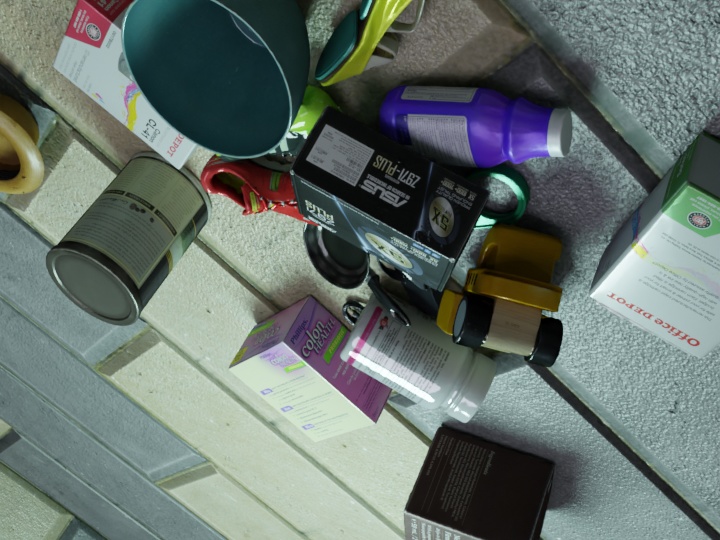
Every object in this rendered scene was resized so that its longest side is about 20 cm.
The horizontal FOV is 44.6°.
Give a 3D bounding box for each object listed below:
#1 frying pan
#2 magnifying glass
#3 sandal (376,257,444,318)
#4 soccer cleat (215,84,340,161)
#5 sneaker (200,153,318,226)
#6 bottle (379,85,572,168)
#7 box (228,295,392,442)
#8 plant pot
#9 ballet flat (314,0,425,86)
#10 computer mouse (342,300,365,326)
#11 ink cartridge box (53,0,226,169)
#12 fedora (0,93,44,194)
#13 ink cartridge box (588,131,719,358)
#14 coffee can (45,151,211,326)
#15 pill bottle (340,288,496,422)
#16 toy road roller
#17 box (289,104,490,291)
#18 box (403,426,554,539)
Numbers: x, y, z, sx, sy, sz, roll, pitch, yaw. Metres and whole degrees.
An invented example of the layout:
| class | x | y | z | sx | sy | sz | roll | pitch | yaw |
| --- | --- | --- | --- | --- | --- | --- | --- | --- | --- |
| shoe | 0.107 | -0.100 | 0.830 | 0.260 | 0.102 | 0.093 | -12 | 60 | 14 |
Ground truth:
| class | x | y | z | sx | sy | sz | roll | pitch | yaw |
| --- | --- | --- | --- | --- | --- | --- | --- | --- | --- |
| frying pan | 0.000 | -0.015 | 1.154 | 0.188 | 0.031 | 0.116 | 26 | 132 | 28 |
| magnifying glass | 0.125 | -0.066 | 1.054 | 0.079 | 0.023 | 0.200 | 39 | 141 | -12 |
| sandal | 0.060 | 0.000 | 1.124 | 0.076 | 0.043 | 0.201 | 21 | 153 | 45 |
| soccer cleat | -0.101 | -0.162 | 1.064 | 0.198 | 0.068 | 0.081 | -13 | 139 | 43 |
| sneaker | -0.115 | -0.093 | 1.121 | 0.197 | 0.085 | 0.078 | 20 | 131 | 14 |
| bottle | 0.120 | -0.149 | 0.920 | 0.197 | 0.066 | 0.084 | 8 | 143 | 28 |
| box | -0.076 | 0.161 | 1.388 | 0.200 | 0.097 | 0.175 | 42 | 142 | -16 |
| plant pot | -0.131 | -0.241 | 0.929 | 0.197 | 0.136 | 0.202 | 19 | 143 | 15 |
| ballet flat | 0.018 | -0.247 | 0.887 | 0.066 | 0.068 | 0.200 | 17 | 145 | -18 |
| computer mouse | 0.048 | 0.116 | 1.311 | 0.058 | 0.034 | 0.200 | -30 | 106 | 40 |
| ink cartridge box | -0.253 | -0.242 | 1.057 | 0.199 | 0.086 | 0.147 | 40 | 142 | -10 |
| fedora | -0.545 | -0.204 | 1.305 | 0.198 | 0.082 | 0.202 | 14 | 140 | 12 |
| ink cartridge box | 0.348 | -0.019 | 0.897 | 0.143 | 0.084 | 0.201 | 29 | 143 | 3 |
| coffee can | -0.319 | -0.046 | 1.230 | 0.144 | 0.201 | 0.147 | 19 | 143 | 15 |
| pill bottle | 0.081 | 0.120 | 1.217 | 0.198 | 0.114 | 0.114 | 30 | 144 | 1 |
| toy road roller | 0.176 | 0.025 | 1.053 | 0.121 | 0.148 | 0.200 | 14 | 180 | -4 |
| box | 0.029 | -0.074 | 0.975 | 0.198 | 0.087 | 0.164 | 29 | 170 | 5 |
| box | 0.189 | 0.386 | 1.407 | 0.197 | 0.165 | 0.167 | 15 | 141 | 19 |
